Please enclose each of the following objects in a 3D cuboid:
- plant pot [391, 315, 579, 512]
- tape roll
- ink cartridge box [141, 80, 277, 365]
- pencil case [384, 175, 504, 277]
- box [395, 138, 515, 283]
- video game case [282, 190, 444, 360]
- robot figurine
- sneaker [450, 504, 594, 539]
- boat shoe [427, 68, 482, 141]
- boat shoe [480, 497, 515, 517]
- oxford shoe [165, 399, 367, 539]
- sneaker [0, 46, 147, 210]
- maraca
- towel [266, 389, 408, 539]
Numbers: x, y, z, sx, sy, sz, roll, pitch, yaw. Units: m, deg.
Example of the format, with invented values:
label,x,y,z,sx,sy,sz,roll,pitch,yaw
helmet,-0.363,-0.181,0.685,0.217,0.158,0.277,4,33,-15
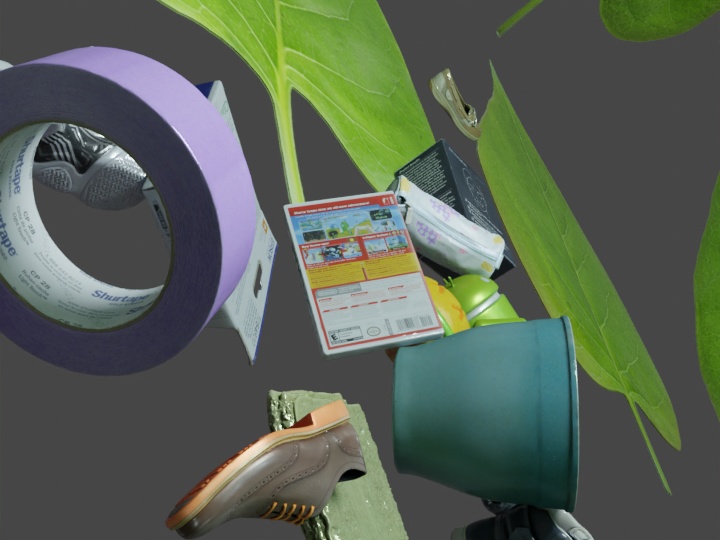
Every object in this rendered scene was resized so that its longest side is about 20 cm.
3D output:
label,x,y,z,sx,sy,sz,roll,pitch,yaw
plant pot,0.129,0.152,0.906,0.200,0.185,0.204,-1,90,-82
tape roll,-0.170,-0.036,0.548,0.201,0.199,0.066,53,24,-11
ink cartridge box,-0.135,-0.046,0.806,0.201,0.040,0.202,-87,164,-55
pencil case,0.114,-0.059,1.242,0.198,0.091,0.084,30,68,-15
box,0.155,-0.088,1.413,0.148,0.106,0.202,35,32,-42
video game case,0.000,0.000,0.974,0.018,0.141,0.202,106,-29,-56
robot figurine,0.175,0.095,1.209,0.202,0.115,0.175,57,-4,1
sneaker,0.190,0.346,0.890,0.077,0.145,0.205,22,43,-56
boat shoe,0.239,-0.393,2.030,0.201,0.063,0.074,46,25,-27
boat shoe,0.200,0.254,1.116,0.091,0.070,0.201,51,25,-26
oxford shoe,-0.061,0.165,0.655,0.199,0.071,0.074,-20,76,-50
sneaker,-0.250,-0.134,0.676,0.200,0.074,0.116,35,31,-53
maraca,0.062,0.053,1.041,0.201,0.106,0.138,52,-22,16
towel,-0.017,0.202,0.780,0.148,0.036,0.202,19,44,-58
